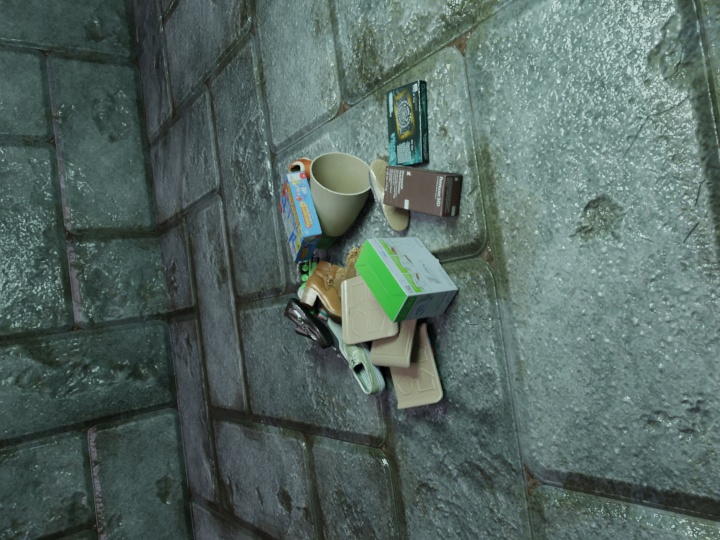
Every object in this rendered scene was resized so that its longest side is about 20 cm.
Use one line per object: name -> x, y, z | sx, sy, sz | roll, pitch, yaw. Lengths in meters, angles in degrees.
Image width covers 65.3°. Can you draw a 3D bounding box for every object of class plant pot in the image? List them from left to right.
plant pot -> -0.067, -0.206, 1.642 | 0.189, 0.184, 0.202 | 56, 149, 32

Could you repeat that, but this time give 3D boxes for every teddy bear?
teddy bear -> 0.000, 0.000, 1.661 | 0.145, 0.066, 0.202 | 47, 124, 27

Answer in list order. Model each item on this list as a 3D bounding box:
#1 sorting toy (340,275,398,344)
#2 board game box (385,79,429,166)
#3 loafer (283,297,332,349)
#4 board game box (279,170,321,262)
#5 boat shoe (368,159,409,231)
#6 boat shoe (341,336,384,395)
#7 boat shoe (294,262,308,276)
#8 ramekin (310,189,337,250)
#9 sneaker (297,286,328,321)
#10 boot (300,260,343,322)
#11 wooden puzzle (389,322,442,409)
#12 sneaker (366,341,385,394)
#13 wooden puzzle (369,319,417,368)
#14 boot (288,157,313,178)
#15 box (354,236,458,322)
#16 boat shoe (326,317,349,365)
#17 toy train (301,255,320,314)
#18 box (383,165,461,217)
sorting toy -> 0.026, 0.101, 1.561 | 0.198, 0.036, 0.190 | -16, 71, 43
board game box -> 0.120, -0.376, 1.460 | 0.134, 0.028, 0.205 | 5, 99, 54
loafer -> -0.163, 0.173, 1.726 | 0.200, 0.073, 0.072 | 45, 103, 23
board game box -> -0.182, -0.156, 1.671 | 0.196, 0.055, 0.204 | 124, 131, -65
boat shoe -> 0.074, -0.199, 1.522 | 0.203, 0.071, 0.065 | 66, 166, 4
boat shoe -> 0.000, 0.260, 1.588 | 0.072, 0.062, 0.201 | -45, 62, 20
boat shoe -> -0.180, -0.008, 1.897 | 0.200, 0.059, 0.075 | 40, 125, 44
ramekin -> -0.158, -0.165, 1.814 | 0.198, 0.096, 0.205 | 10, 102, 53
sneaker -> -0.139, 0.086, 1.865 | 0.094, 0.070, 0.200 | -57, 36, 6
boot -> -0.075, 0.067, 1.742 | 0.157, 0.197, 0.074 | -66, 4, -21
wooden puzzle -> 0.146, 0.257, 1.504 | 0.184, 0.046, 0.205 | -28, 68, 52
sneaker -> 0.029, 0.261, 1.637 | 0.071, 0.072, 0.203 | -45, 59, 49
wooden puzzle -> 0.098, 0.158, 1.521 | 0.184, 0.037, 0.205 | -10, 69, 59
boot -> -0.202, -0.334, 1.848 | 0.198, 0.105, 0.077 | 11, 105, 54
box -> 0.113, 0.015, 1.401 | 0.201, 0.174, 0.098 | 55, 133, 33
boat shoe -> -0.056, 0.231, 1.737 | 0.201, 0.073, 0.061 | 53, 129, 38
toy train -> -0.158, 0.045, 1.793 | 0.055, 0.042, 0.205 | -1, 80, 17
box -> 0.149, -0.199, 1.390 | 0.198, 0.074, 0.103 | 17, 110, 42
